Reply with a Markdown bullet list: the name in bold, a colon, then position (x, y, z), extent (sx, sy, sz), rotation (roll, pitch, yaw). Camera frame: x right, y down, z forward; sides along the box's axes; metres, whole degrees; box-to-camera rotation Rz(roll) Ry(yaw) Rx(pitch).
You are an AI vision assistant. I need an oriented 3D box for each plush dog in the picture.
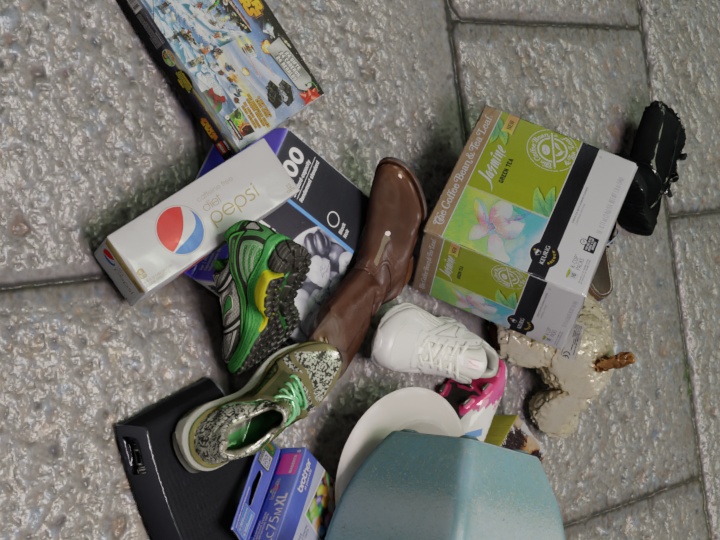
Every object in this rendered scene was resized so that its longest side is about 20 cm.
- **plush dog**: position (0.269, 0.086, 1.616), extent (0.200, 0.160, 0.172), rotation (59, 27, -21)

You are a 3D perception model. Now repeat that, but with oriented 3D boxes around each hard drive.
- **hard drive**: position (-0.155, 0.221, 1.287), extent (0.135, 0.042, 0.200), rotation (-27, 102, -39)

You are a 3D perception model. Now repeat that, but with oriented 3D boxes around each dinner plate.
- **dinner plate**: position (0.054, 0.227, 1.394), extent (0.200, 0.024, 0.200), rotation (-5, 98, -43)

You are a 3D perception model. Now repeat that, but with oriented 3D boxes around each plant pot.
- **plant pot**: position (0.090, 0.270, 1.294), extent (0.196, 0.196, 0.200), rotation (20, 76, -42)

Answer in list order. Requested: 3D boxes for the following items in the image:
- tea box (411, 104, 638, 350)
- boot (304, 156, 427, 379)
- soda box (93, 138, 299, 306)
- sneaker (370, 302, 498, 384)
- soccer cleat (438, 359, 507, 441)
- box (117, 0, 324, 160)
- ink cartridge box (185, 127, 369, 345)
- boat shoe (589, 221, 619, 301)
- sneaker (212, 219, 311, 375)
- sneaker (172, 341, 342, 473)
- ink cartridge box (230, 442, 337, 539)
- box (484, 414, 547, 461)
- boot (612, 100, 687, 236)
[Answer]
- **tea box**: position (0.189, -0.051, 1.492), extent (0.197, 0.134, 0.200), rotation (21, 60, 8)
- **boot**: position (0.000, 0.000, 1.373), extent (0.200, 0.064, 0.187), rotation (-48, 145, -45)
- **soda box**: position (-0.161, -0.049, 1.272), extent (0.200, 0.064, 0.068), rotation (-36, 92, -27)
- **sneaker**: position (0.093, 0.088, 1.448), extent (0.200, 0.099, 0.078), rotation (5, 103, -52)
- **soccer cleat**: position (0.117, 0.192, 1.516), extent (0.200, 0.070, 0.086), rotation (-52, 132, -29)
- **box**: position (-0.143, -0.233, 1.334), extent (0.137, 0.040, 0.200), rotation (-38, 99, -36)
- **ink cartridge box**: position (-0.094, -0.046, 1.373), extent (0.200, 0.043, 0.198), rotation (37, 63, -30)
- **boat shoe**: position (0.296, -0.051, 1.685), extent (0.072, 0.072, 0.200), rotation (-31, 104, -38)
- **sneaker**: position (-0.108, 0.026, 1.281), extent (0.085, 0.200, 0.078), rotation (38, 47, 20)
- **sneaker**: position (-0.083, 0.138, 1.262), extent (0.200, 0.089, 0.077), rotation (-35, 111, -30)
- **ink cartridge box**: position (-0.055, 0.269, 1.327), extent (0.200, 0.042, 0.119), rotation (53, 42, -37)
- **box**: position (0.147, 0.270, 1.534), extent (0.075, 0.050, 0.200), rotation (50, 57, -24)
- **boot**: position (0.386, -0.156, 1.746), extent (0.198, 0.073, 0.163), rotation (46, 62, -55)
